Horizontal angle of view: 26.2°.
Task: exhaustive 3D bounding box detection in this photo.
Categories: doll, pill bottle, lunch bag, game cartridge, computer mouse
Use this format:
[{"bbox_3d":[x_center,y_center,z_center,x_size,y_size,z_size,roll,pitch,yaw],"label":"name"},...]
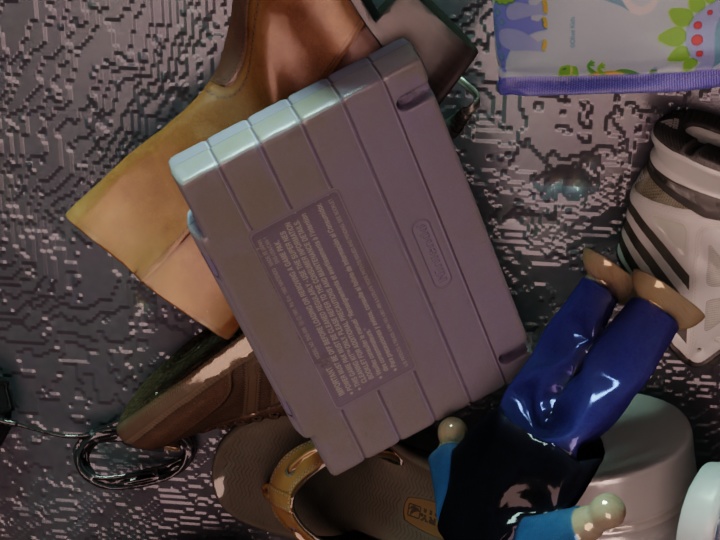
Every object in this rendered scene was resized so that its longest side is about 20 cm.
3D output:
[{"bbox_3d":[0.086,0.090,0.742,0.048,0.136,0.201,34,87,-34],"label":"doll"},{"bbox_3d":[0.139,0.176,0.833,0.112,0.113,0.202,-5,111,10],"label":"pill bottle"},{"bbox_3d":[0.159,-0.173,0.681,0.198,0.128,0.172,0,112,18],"label":"lunch bag"},{"bbox_3d":[0.000,0.000,0.751,0.129,0.038,0.201,-25,126,0],"label":"game cartridge"},{"bbox_3d":[-0.192,0.085,0.889,0.198,0.034,0.059,15,97,-4],"label":"computer mouse"}]

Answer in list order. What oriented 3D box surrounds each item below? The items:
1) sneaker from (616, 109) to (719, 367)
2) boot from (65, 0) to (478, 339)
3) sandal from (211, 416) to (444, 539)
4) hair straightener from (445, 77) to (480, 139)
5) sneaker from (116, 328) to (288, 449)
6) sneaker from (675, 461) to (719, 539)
[{"bbox_3d":[0.225,0.005,0.784,0.199,0.076,0.116,22,122,7],"label":"sneaker"},{"bbox_3d":[-0.072,-0.096,0.761,0.188,0.069,0.200,42,103,-11],"label":"boot"},{"bbox_3d":[-0.008,0.125,0.830,0.199,0.054,0.083,16,108,34],"label":"sandal"},{"bbox_3d":[-0.037,-0.071,0.794,0.198,0.041,0.078,-15,110,13],"label":"hair straightener"},{"bbox_3d":[-0.041,0.055,0.830,0.199,0.071,0.076,-34,104,19],"label":"sneaker"},{"bbox_3d":[0.213,0.171,0.777,0.070,0.073,0.201,8,140,38],"label":"sneaker"}]
